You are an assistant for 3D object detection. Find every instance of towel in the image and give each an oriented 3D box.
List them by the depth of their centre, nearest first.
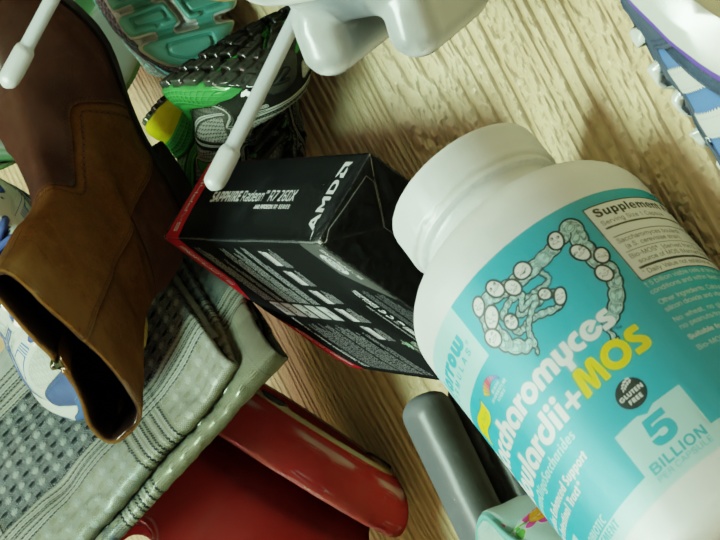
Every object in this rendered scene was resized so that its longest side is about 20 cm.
[{"bbox_3d":[-0.135,0.060,1.246,0.035,0.200,0.193,39,-171,-32],"label":"towel"}]

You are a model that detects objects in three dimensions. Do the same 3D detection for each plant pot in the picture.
[{"bbox_3d":[-0.086,0.149,1.312,0.200,0.183,0.200,32,178,1],"label":"plant pot"}]

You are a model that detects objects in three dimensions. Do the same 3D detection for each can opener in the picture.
[{"bbox_3d":[0.077,0.148,1.165,0.200,0.053,0.067,64,158,5],"label":"can opener"}]

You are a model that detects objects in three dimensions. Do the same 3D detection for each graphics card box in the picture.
[{"bbox_3d":[0.000,0.000,1.109,0.125,0.051,0.200,35,169,-19],"label":"graphics card box"}]

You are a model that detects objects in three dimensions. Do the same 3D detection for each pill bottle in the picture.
[{"bbox_3d":[0.094,0.035,0.918,0.200,0.111,0.111,52,156,30],"label":"pill bottle"}]

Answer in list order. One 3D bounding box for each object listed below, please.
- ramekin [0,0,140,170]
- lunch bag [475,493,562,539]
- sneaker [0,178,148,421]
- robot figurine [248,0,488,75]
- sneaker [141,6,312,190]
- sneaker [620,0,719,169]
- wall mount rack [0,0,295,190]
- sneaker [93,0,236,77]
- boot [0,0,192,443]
[{"bbox_3d":[-0.211,-0.150,1.327,0.098,0.200,0.201,4,117,57],"label":"ramekin"},{"bbox_3d":[0.132,0.178,1.035,0.200,0.077,0.161,27,139,58],"label":"lunch bag"},{"bbox_3d":[-0.178,0.008,1.246,0.088,0.075,0.200,38,-178,-35],"label":"sneaker"},{"bbox_3d":[-0.014,-0.179,0.930,0.169,0.113,0.201,-10,109,27],"label":"robot figurine"},{"bbox_3d":[-0.051,-0.074,1.211,0.085,0.078,0.200,57,168,2],"label":"sneaker"},{"bbox_3d":[0.131,-0.039,0.788,0.200,0.080,0.147,47,149,27],"label":"sneaker"},{"bbox_3d":[-0.084,-0.143,1.073,0.200,0.075,0.174,27,129,19],"label":"wall mount rack"},{"bbox_3d":[-0.133,-0.185,1.270,0.091,0.077,0.200,116,131,-74],"label":"sneaker"},{"bbox_3d":[-0.155,-0.037,1.139,0.189,0.068,0.200,60,-161,-23],"label":"boot"}]
